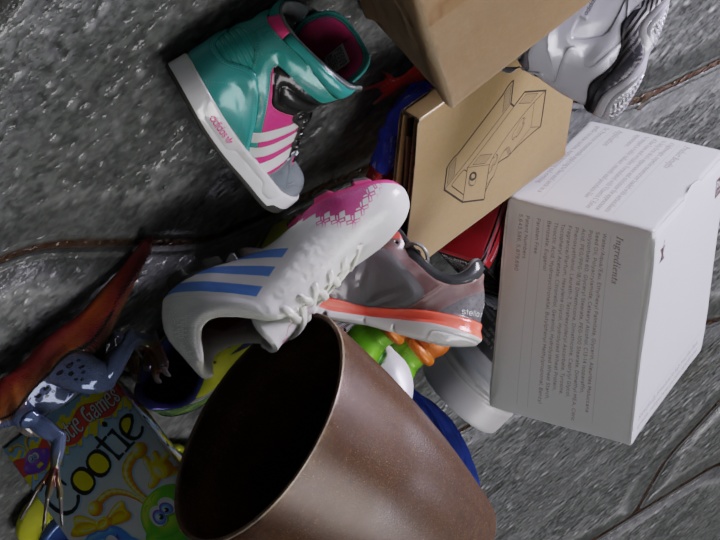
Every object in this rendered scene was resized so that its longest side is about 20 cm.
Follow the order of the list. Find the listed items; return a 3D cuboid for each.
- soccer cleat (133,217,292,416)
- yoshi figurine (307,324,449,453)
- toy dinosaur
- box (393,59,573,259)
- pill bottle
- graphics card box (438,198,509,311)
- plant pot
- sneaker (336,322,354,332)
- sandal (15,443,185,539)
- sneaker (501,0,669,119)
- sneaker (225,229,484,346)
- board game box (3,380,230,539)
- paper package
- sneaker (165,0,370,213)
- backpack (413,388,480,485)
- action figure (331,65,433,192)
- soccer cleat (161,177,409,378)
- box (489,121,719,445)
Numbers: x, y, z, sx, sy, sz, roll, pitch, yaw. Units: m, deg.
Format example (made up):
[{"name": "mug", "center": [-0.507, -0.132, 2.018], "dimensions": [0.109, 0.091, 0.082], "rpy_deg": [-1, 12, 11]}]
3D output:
[{"name": "soccer cleat", "center": [-0.100, 0.040, 1.732], "dimensions": [0.200, 0.065, 0.084], "rpy_deg": [-47, 167, 20]}, {"name": "yoshi figurine", "center": [-0.028, 0.097, 1.775], "dimensions": [0.200, 0.112, 0.112], "rpy_deg": [-50, -177, 1]}, {"name": "toy dinosaur", "center": [-0.240, 0.078, 1.627], "dimensions": [0.181, 0.105, 0.201], "rpy_deg": [-11, 106, -28]}, {"name": "box", "center": [0.097, -0.103, 1.713], "dimensions": [0.200, 0.021, 0.164], "rpy_deg": [-37, 148, -33]}, {"name": "pill bottle", "center": [0.157, 0.049, 2.089], "dimensions": [0.200, 0.113, 0.113], "rpy_deg": [-47, 156, 15]}, {"name": "graphics card box", "center": [0.129, -0.041, 1.903], "dimensions": [0.126, 0.051, 0.200], "rpy_deg": [-70, 158, -9]}, {"name": "plant pot", "center": [-0.002, 0.161, 1.651], "dimensions": [0.200, 0.187, 0.187], "rpy_deg": [34, 108, -27]}, {"name": "sneaker", "center": [-0.001, 0.026, 1.843], "dimensions": [0.200, 0.082, 0.078], "rpy_deg": [-43, 157, 3]}, {"name": "sandal", "center": [-0.191, 0.209, 1.875], "dimensions": [0.200, 0.087, 0.080], "rpy_deg": [-21, 148, -42]}, {"name": "sneaker", "center": [0.168, -0.218, 1.621], "dimensions": [0.075, 0.114, 0.201], "rpy_deg": [-126, -126, -76]}, {"name": "sneaker", "center": [0.000, 0.000, 1.673], "dimensions": [0.077, 0.199, 0.082], "rpy_deg": [75, 28, -87]}, {"name": "board game box", "center": [-0.167, 0.192, 1.731], "dimensions": [0.103, 0.200, 0.105], "rpy_deg": [-39, 156, -3]}, {"name": "paper package", "center": [0.093, -0.237, 1.497], "dimensions": [0.200, 0.104, 0.191], "rpy_deg": [-37, 155, -6]}, {"name": "sneaker", "center": [-0.046, -0.119, 1.528], "dimensions": [0.120, 0.084, 0.200], "rpy_deg": [-32, 156, 3]}, {"name": "backpack", "center": [0.002, 0.199, 2.003], "dimensions": [0.199, 0.163, 0.168], "rpy_deg": [-28, 160, 6]}, {"name": "action figure", "center": [0.042, -0.130, 1.680], "dimensions": [0.200, 0.052, 0.065], "rpy_deg": [-53, 160, 14]}, {"name": "soccer cleat", "center": [-0.045, 0.011, 1.597], "dimensions": [0.199, 0.087, 0.070], "rpy_deg": [-28, 144, 3]}, {"name": "box", "center": [0.209, 0.006, 1.883], "dimensions": [0.199, 0.130, 0.201], "rpy_deg": [-41, 139, -56]}]
